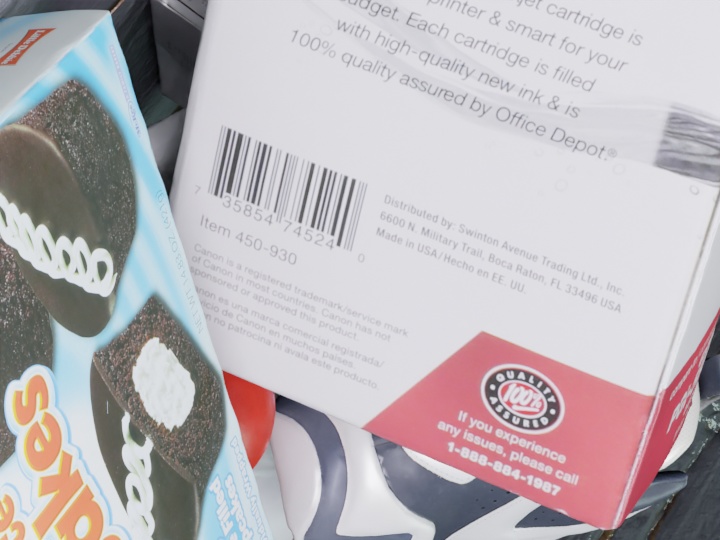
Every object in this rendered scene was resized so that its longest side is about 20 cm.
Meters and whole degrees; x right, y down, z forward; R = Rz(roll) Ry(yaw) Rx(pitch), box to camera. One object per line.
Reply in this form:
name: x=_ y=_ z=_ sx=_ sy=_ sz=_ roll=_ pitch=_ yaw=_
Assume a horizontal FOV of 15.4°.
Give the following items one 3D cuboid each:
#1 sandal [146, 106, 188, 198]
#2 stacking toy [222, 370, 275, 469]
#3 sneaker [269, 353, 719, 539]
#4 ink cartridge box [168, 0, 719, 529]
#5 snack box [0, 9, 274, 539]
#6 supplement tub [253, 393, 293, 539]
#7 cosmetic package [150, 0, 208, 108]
sandal: x=-0.112 y=0.007 z=0.760 sx=0.202 sy=0.050 sz=0.083 roll=-40 pitch=162 yaw=-12
stacking toy: x=-0.093 y=0.055 z=0.720 sx=0.085 sy=0.085 sz=0.200 roll=-53 pitch=164 yaw=30
sneaker: x=0.063 y=0.054 z=0.856 sx=0.129 sy=0.080 sz=0.199 roll=-16 pitch=163 yaw=17
ink cartridge box: x=0.038 y=-0.056 z=0.699 sx=0.083 sy=0.146 sz=0.201 roll=-45 pitch=153 yaw=-58
snack box: x=-0.072 y=0.053 z=0.640 sx=0.037 sy=0.201 sz=0.116 roll=0 pitch=-149 yaw=28
supplement tub: x=-0.097 y=0.076 z=0.946 sx=0.200 sy=0.144 sz=0.145 roll=-52 pitch=179 yaw=30
cosmetic package: x=-0.025 y=-0.071 z=0.918 sx=0.051 sy=0.082 sz=0.200 roll=-52 pitch=180 yaw=-6
